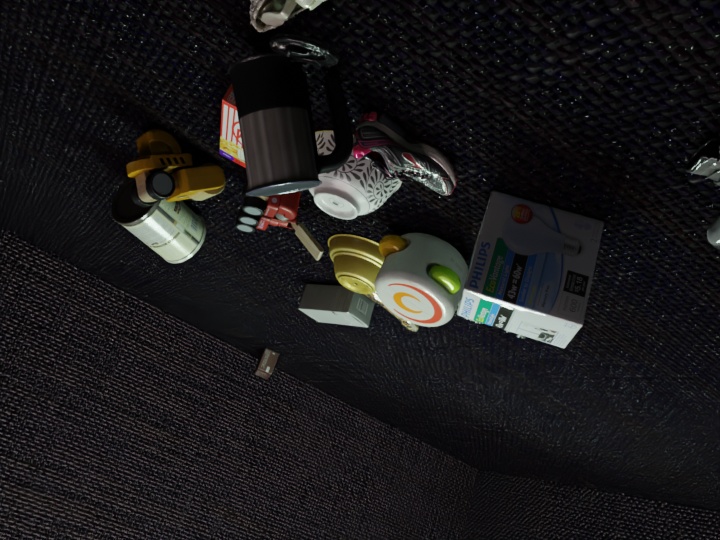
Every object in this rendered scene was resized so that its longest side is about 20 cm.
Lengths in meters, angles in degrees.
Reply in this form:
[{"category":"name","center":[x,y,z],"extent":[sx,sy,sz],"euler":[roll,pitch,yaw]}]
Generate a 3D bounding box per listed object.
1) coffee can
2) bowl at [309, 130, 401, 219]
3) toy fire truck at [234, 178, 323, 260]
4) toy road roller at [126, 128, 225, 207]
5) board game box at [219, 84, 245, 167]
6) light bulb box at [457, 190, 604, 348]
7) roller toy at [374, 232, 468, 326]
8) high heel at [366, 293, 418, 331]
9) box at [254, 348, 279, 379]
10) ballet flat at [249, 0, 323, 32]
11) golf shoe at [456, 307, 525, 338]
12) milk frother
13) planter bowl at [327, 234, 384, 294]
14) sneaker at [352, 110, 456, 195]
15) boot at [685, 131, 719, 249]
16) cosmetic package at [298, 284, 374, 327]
[{"category":"coffee can","center":[-0.504,-0.129,1.669],"extent":[0.144,0.149,0.200],"euler":[9,156,29]},{"category":"bowl","center":[-0.030,-0.157,1.219],"extent":[0.197,0.096,0.201],"euler":[18,160,7]},{"category":"toy fire truck","center":[-0.161,-0.117,1.430],"extent":[0.196,0.131,0.176],"euler":[14,161,-15]},{"category":"toy road roller","center":[-0.400,-0.224,1.421],"extent":[0.197,0.149,0.122],"euler":[-11,-178,-39]},{"category":"board game box","center":[-0.180,-0.241,1.212],"extent":[0.150,0.047,0.200],"euler":[28,158,-3]},{"category":"light bulb box","center":[0.288,-0.002,1.139],"extent":[0.196,0.201,0.125],"euler":[16,157,9]},{"category":"roller toy","center":[0.131,0.015,1.417],"extent":[0.197,0.141,0.184],"euler":[16,148,21]},{"category":"high heel","center":[0.077,0.089,1.738],"extent":[0.140,0.072,0.202],"euler":[4,139,28]},{"category":"box","center":[-0.431,0.429,3.033],"extent":[0.074,0.102,0.200],"euler":[24,159,-8]},{"category":"ballet flat","center":[-0.076,-0.349,0.835],"extent":[0.071,0.073,0.198],"euler":[35,155,-33]},{"category":"golf shoe","center":[0.311,0.079,1.520],"extent":[0.196,0.079,0.095],"euler":[16,142,8]},{"category":"milk frother","center":[-0.102,-0.219,0.950],"extent":[0.177,0.192,0.200],"euler":[-10,-179,6]},{"category":"planter bowl","center":[0.000,0.000,1.587],"extent":[0.197,0.085,0.201],"euler":[19,159,8]},{"category":"sneaker","center":[0.071,-0.177,1.098],"extent":[0.198,0.076,0.080],"euler":[28,158,-19]},{"category":"boot","center":[0.487,-0.114,0.877],"extent":[0.130,0.071,0.201],"euler":[24,148,2]},{"category":"cosmetic package","center":[-0.069,0.099,1.895],"extent":[0.197,0.092,0.106],"euler":[-2,152,41]}]
